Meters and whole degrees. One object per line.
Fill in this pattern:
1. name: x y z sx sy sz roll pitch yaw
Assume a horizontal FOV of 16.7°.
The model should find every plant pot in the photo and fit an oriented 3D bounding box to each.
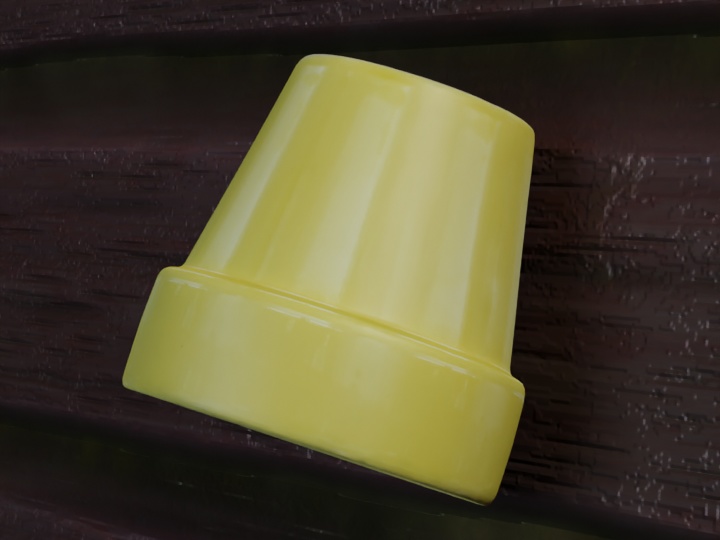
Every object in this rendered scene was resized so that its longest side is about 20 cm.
1. plant pot: 0.000 0.000 1.243 0.200 0.200 0.190 12 83 54
